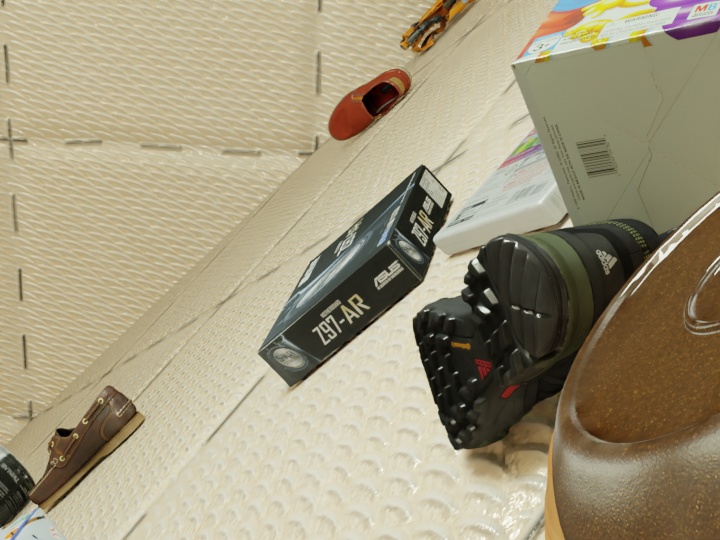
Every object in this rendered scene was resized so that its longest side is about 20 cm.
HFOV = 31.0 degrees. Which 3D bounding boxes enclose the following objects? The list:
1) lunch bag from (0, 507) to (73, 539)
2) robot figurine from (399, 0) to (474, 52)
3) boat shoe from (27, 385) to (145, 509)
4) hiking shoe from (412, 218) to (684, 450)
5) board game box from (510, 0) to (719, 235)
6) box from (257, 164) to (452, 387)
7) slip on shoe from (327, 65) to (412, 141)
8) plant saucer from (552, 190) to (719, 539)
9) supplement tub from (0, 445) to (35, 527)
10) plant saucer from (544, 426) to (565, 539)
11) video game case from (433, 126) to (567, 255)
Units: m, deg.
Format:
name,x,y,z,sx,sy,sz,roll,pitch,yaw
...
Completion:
name,x,y,z,sx,sy,sz,roll,pitch,yaw
lunch bag,-0.370,0.327,1.247,0.200,0.076,0.161,-40,13,24
robot figurine,0.164,-0.529,2.727,0.200,0.058,0.145,-44,9,0
boat shoe,-0.368,0.228,1.685,0.200,0.070,0.070,-44,10,13
hiking shoe,0.088,0.030,0.601,0.100,0.076,0.200,-14,-12,-14
board game box,0.169,-0.112,0.637,0.102,0.105,0.200,-7,31,35
box,0.000,0.000,1.154,0.160,0.044,0.200,-40,10,25
slip on shoe,0.010,-0.298,2.356,0.199,0.074,0.061,-33,17,34
plant saucer,0.127,0.008,0.386,0.200,0.032,0.200,-44,9,8
supplement tub,-0.587,0.355,1.913,0.200,0.123,0.122,-49,10,-30
plant saucer,0.134,0.033,0.446,0.200,0.037,0.200,-44,9,8
video game case,0.151,-0.090,0.965,0.182,0.023,0.200,-48,9,-16
